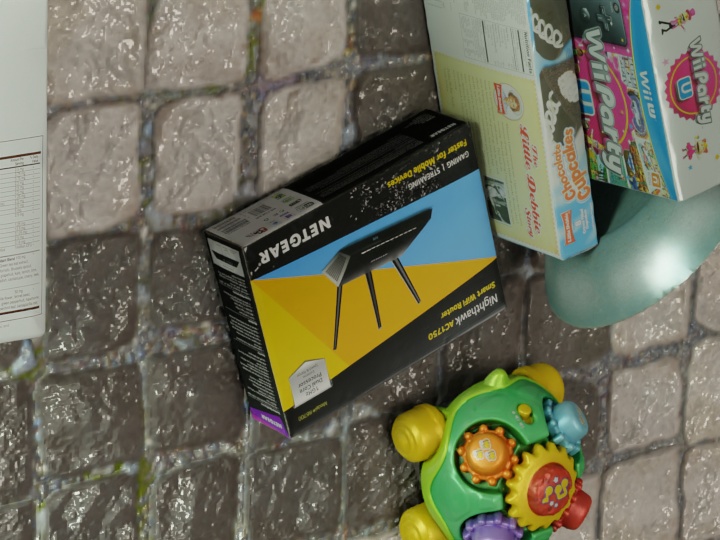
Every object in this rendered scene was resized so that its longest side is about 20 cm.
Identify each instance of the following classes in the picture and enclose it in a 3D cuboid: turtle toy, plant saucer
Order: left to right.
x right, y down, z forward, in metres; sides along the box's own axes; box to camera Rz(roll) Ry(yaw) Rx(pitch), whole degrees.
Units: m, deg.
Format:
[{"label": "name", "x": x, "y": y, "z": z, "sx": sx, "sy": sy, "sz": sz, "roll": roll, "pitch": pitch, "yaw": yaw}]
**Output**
[{"label": "turtle toy", "x": 0.108, "y": 0.165, "z": 2.000, "sx": 0.145, "sy": 0.101, "sz": 0.201, "roll": -19, "pitch": 115, "yaw": -33}, {"label": "plant saucer", "x": 0.191, "y": -0.053, "z": 1.941, "sx": 0.039, "sy": 0.201, "sz": 0.202, "roll": 38, "pitch": 79, "yaw": -27}]

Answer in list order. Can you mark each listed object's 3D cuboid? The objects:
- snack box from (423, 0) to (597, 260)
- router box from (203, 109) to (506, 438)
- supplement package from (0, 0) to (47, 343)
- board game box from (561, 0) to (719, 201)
[{"label": "snack box", "x": 0.100, "y": -0.115, "z": 1.897, "sx": 0.037, "sy": 0.116, "sz": 0.201, "roll": -24, "pitch": 118, "yaw": -30}, {"label": "router box", "x": 0.000, "y": 0.000, "z": 1.894, "sx": 0.199, "sy": 0.051, "sz": 0.150, "roll": -30, "pitch": 122, "yaw": -28}, {"label": "supplement package", "x": -0.281, "y": -0.072, "z": 1.556, "sx": 0.146, "sy": 0.191, "sz": 0.201, "roll": -10, "pitch": 110, "yaw": -37}, {"label": "board game box", "x": 0.164, "y": -0.139, "z": 1.876, "sx": 0.064, "sy": 0.200, "sz": 0.148, "roll": -22, "pitch": 111, "yaw": -27}]
